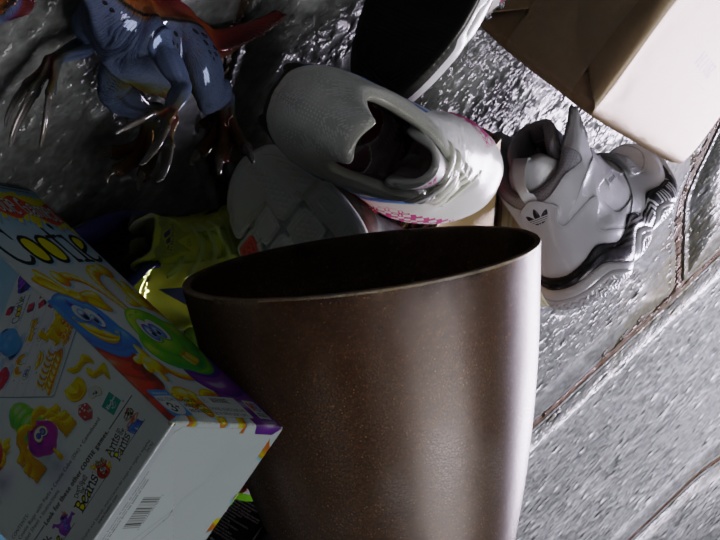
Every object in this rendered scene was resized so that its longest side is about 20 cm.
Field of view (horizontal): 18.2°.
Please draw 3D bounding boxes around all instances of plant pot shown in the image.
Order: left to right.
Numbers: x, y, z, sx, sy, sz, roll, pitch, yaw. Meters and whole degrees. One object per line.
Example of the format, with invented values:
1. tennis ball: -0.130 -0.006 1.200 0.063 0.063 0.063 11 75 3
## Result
1. plant pot: 0.013 0.092 1.168 0.187 0.186 0.201 -18 105 -48

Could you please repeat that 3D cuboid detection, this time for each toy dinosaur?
1. toy dinosaur: -0.122 -0.116 1.105 0.182 0.104 0.201 71 24 -48

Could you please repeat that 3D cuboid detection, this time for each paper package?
1. paper package: 0.198 -0.184 1.451 0.191 0.103 0.200 -54 154 10

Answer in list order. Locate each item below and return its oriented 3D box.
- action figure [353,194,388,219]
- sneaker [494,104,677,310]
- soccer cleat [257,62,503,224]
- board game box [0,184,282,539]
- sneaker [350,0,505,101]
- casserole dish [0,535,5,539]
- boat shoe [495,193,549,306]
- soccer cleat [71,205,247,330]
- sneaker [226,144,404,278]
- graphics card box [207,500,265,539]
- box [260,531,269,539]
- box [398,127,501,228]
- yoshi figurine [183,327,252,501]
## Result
1. action figure: 0.025 -0.055 1.423 0.200 0.052 0.066 -24 153 -50
2. sneaker: 0.153 -0.066 1.526 0.075 0.115 0.200 -18 -159 30
3. soccer cleat: 0.028 -0.057 1.238 0.200 0.086 0.070 17 101 -50
4. board game box: -0.155 0.053 1.099 0.105 0.200 0.103 -55 155 14
5. sneaker: 0.082 -0.175 1.306 0.121 0.084 0.200 13 116 -52
6. casserole dish: -0.215 0.169 1.308 0.121 0.039 0.200 -6 150 -18
7. boat shoe: 0.138 -0.016 1.613 0.200 0.065 0.073 46 50 -69
8. soccer cleat: -0.110 -0.005 1.247 0.200 0.065 0.084 -19 154 -44
9. sneaker: 0.000 0.000 1.301 0.077 0.200 0.082 -34 -162 24
10. graphics card box: -0.090 0.162 1.493 0.200 0.051 0.126 -58 -176 20
11. box: -0.024 0.231 1.488 0.200 0.130 0.199 -64 -173 -32
12. box: 0.034 0.011 1.443 0.164 0.021 0.200 -53 167 -15
13. yoshi figurine: -0.097 0.095 1.258 0.112 0.113 0.200 -30 173 27
